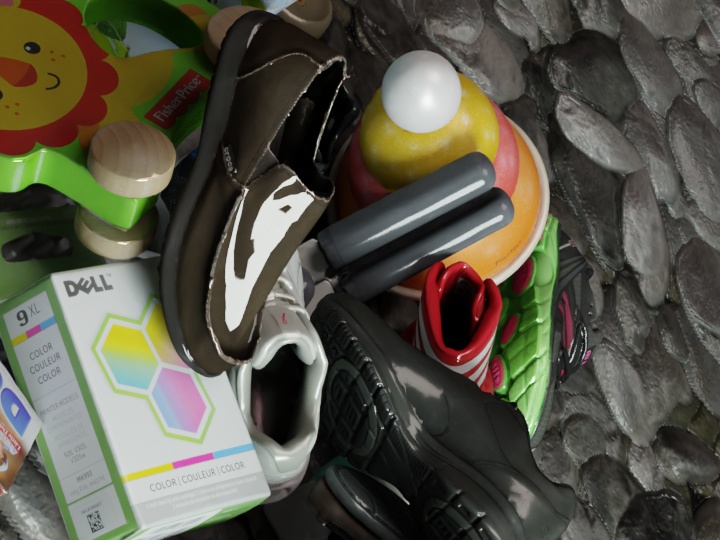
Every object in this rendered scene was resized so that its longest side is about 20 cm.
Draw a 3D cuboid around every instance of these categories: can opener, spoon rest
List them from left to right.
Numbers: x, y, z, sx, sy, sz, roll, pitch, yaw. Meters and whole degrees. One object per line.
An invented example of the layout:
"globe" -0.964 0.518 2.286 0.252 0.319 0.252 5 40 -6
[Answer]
"spoon rest" -0.066 0.176 1.632 0.061 0.099 0.200 60 27 0
"can opener" 0.000 0.000 1.737 0.054 0.199 0.067 61 4 -23

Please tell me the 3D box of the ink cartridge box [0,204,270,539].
"ink cartridge box" -0.134 0.048 1.582 0.104 0.059 0.201 -9 75 -50

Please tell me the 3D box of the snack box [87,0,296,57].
"snack box" -0.120 -0.208 1.714 0.068 0.200 0.169 -32 92 -53

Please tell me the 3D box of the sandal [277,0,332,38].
"sandal" -0.080 -0.233 1.894 0.200 0.054 0.081 46 40 -19

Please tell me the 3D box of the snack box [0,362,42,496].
"snack box" -0.234 0.022 1.488 0.201 0.024 0.072 58 23 -20

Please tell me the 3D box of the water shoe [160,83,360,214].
"water shoe" -0.066 -0.063 1.783 0.072 0.079 0.200 48 39 -15

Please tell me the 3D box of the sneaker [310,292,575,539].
"sneaker" 0.044 0.091 1.668 0.091 0.076 0.200 -26 72 -36

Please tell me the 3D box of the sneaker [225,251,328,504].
"sneaker" -0.053 0.027 1.646 0.077 0.099 0.201 -8 80 -21

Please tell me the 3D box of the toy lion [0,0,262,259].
"toy lion" -0.166 -0.108 1.613 0.191 0.069 0.200 31 47 11

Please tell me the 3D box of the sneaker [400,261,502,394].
"sneaker" 0.063 0.041 1.789 0.078 0.116 0.200 16 20 -6

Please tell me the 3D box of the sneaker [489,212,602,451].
"sneaker" 0.126 0.047 1.937 0.084 0.077 0.201 36 45 -23

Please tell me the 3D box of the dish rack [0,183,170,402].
"dish rack" -0.189 0.009 1.628 0.199 0.043 0.173 19 55 -41

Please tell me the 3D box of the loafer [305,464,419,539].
"loafer" 0.026 0.180 1.719 0.200 0.063 0.072 36 14 -46

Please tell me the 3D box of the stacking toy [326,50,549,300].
"stacking toy" 0.046 -0.082 1.804 0.200 0.145 0.147 83 -1 -65

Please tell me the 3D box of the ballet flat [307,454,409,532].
"ballet flat" 0.039 0.129 1.790 0.200 0.070 0.068 -15 82 -51

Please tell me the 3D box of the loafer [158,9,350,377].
"loafer" -0.054 -0.038 1.560 0.073 0.071 0.201 4 98 -62
